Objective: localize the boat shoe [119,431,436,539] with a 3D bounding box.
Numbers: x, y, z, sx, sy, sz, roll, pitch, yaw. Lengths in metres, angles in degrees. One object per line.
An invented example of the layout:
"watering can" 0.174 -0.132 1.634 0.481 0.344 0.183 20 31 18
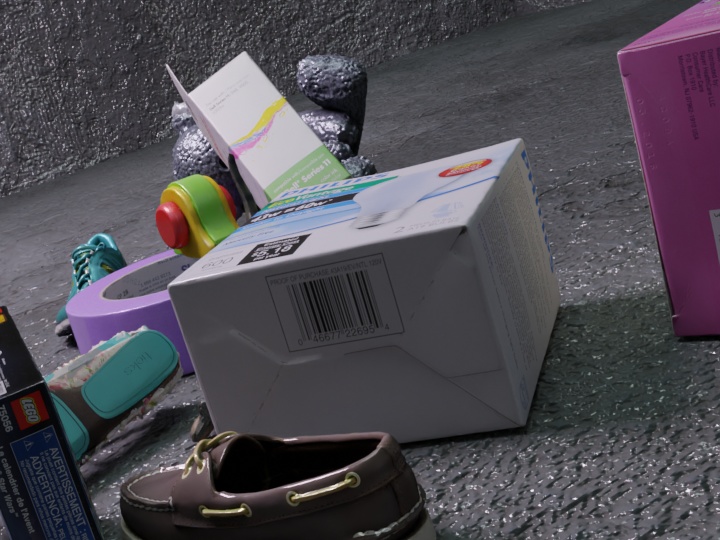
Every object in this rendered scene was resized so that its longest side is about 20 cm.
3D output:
"boat shoe" -0.054 0.112 0.548 0.197 0.061 0.072 -5 19 38

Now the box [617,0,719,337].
"box" 0.255 -0.080 0.680 0.095 0.179 0.199 -6 17 35

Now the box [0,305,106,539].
"box" -0.167 0.103 0.551 0.039 0.139 0.199 -20 16 -19

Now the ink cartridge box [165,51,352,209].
"ink cartridge box" -0.079 -0.104 0.934 0.067 0.201 0.117 -36 -24 -7

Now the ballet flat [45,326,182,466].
"ballet flat" -0.200 0.104 0.728 0.199 0.076 0.064 -27 -16 -47

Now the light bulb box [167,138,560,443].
"light bulb box" 0.015 0.015 0.699 0.195 0.127 0.200 -11 16 20

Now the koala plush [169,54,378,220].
"koala plush" -0.097 -0.100 1.080 0.196 0.181 0.184 0 -26 -12

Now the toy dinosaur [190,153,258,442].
"toy dinosaur" -0.085 0.028 0.770 0.046 0.204 0.088 0 -22 5

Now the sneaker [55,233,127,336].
"sneaker" -0.280 0.014 1.117 0.076 0.081 0.200 -16 15 -1

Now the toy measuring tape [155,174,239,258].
"toy measuring tape" -0.126 -0.048 0.938 0.073 0.075 0.198 -25 17 -32

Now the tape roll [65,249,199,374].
"tape roll" -0.155 0.030 0.954 0.196 0.067 0.200 -15 15 4
